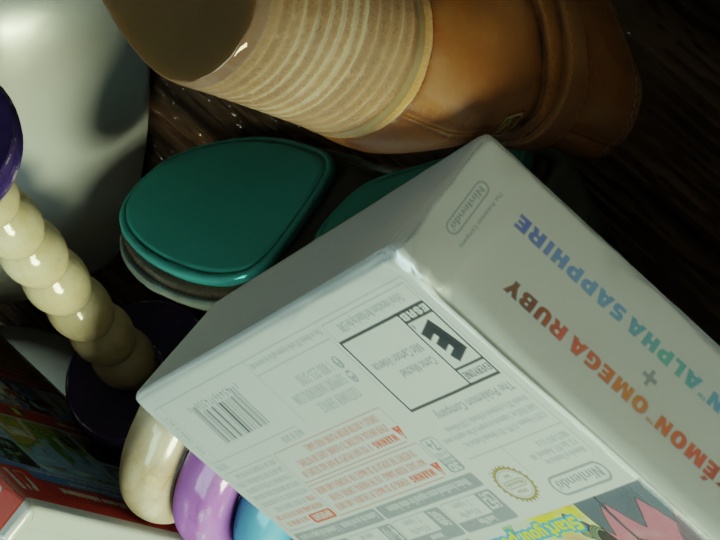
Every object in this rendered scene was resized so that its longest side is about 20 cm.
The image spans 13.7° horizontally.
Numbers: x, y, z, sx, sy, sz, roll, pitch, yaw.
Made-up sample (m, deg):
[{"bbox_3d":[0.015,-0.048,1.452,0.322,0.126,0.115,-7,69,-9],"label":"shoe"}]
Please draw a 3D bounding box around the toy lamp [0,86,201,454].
[{"bbox_3d":[-0.092,0.009,0.968,0.058,0.058,0.200,29,166,30],"label":"toy lamp"}]

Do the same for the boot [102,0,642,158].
[{"bbox_3d":[-0.019,-0.108,0.737,0.074,0.154,0.201,-39,62,30],"label":"boot"}]

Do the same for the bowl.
[{"bbox_3d":[-0.166,-0.085,0.993,0.200,0.075,0.200,39,149,18],"label":"bowl"}]

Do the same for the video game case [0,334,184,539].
[{"bbox_3d":[-0.144,0.030,0.998,0.200,0.017,0.143,41,-174,24],"label":"video game case"}]

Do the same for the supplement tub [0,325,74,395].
[{"bbox_3d":[-0.139,0.132,1.123,0.145,0.145,0.200,36,147,21],"label":"supplement tub"}]

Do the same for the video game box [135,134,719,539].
[{"bbox_3d":[0.048,0.061,0.771,0.182,0.047,0.200,44,156,-8],"label":"video game box"}]

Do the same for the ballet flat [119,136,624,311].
[{"bbox_3d":[0.000,0.000,0.881,0.200,0.067,0.064,2,135,52],"label":"ballet flat"}]

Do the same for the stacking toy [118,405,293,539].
[{"bbox_3d":[0.023,0.092,0.942,0.200,0.085,0.086,34,146,17],"label":"stacking toy"}]
